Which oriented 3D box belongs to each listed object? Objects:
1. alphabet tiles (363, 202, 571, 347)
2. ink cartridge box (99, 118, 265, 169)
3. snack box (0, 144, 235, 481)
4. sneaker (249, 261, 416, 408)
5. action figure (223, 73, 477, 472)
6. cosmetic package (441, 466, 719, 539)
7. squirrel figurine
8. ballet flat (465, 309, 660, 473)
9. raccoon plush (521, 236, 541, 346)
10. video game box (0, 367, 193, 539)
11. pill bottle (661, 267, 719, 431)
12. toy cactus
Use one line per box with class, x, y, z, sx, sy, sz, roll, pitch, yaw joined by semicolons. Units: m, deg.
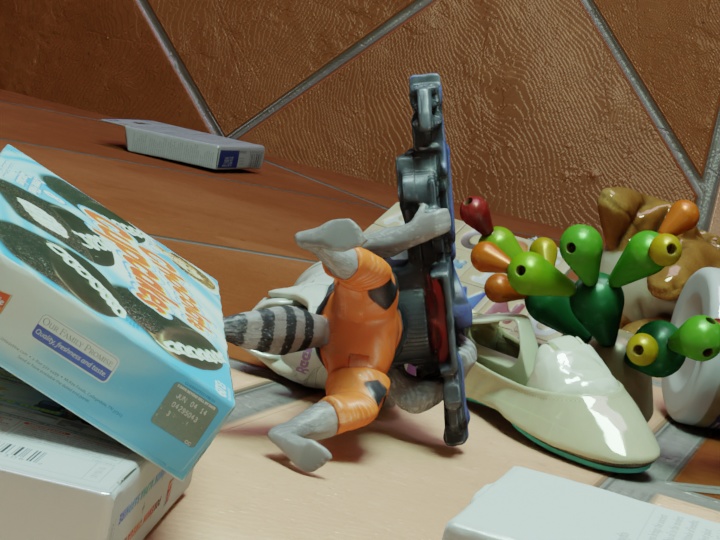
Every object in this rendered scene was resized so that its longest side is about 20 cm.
alphabet tiles;0.060;0.017;1.177;0.198;0.008;0.167;17;42;33
ink cartridge box;-0.268;-0.189;2.489;0.198;0.044;0.196;12;8;16
snack box;-0.109;0.008;0.655;0.116;0.037;0.200;34;6;-13
sneaker;-0.028;0.026;1.031;0.098;0.076;0.200;12;7;-15
action figure;0.000;0.000;0.871;0.103;0.203;0.193;-3;3;17
cosmetic package;0.123;0.127;0.505;0.198;0.072;0.101;15;7;16
squirrel figurine;0.303;0.027;1.404;0.186;0.143;0.199;26;16;37
ballet flat;0.106;0.064;1.007;0.069;0.070;0.199;8;8;-36
raccoon plush;0.072;0.022;1.219;0.132;0.098;0.200;5;7;4
video game box;-0.170;0.060;0.623;0.198;0.047;0.182;13;8;4
pill bottle;0.321;0.070;1.160;0.197;0.112;0.111;12;7;-6
toy cactus;0.155;0.027;1.042;0.199;0.166;0.102;15;52;38
